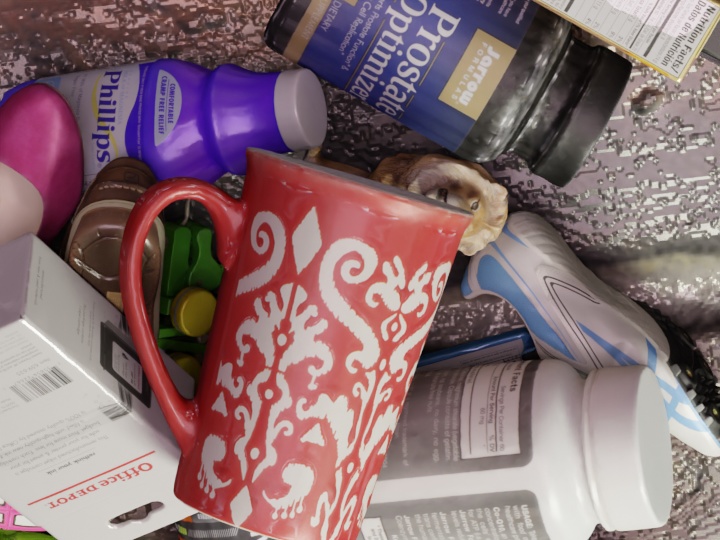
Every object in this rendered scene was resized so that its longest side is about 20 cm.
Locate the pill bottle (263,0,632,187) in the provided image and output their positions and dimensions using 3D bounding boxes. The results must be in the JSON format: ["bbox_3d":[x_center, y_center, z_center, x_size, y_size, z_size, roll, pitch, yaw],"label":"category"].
[{"bbox_3d":[0.053,-0.134,1.498,0.199,0.112,0.112,29,102,-3],"label":"pill bottle"}]

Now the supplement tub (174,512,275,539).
[{"bbox_3d":[-0.053,0.184,1.577,0.106,0.107,0.201,-12,101,6],"label":"supplement tub"}]

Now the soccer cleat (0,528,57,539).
[{"bbox_3d":[-0.233,0.194,1.612,0.199,0.068,0.081,11,109,-1],"label":"soccer cleat"}]

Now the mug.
[{"bbox_3d":[-0.047,0.039,1.438,0.177,0.133,0.201,17,94,14],"label":"mug"}]

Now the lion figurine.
[{"bbox_3d":[0.000,0.000,1.554,0.122,0.073,0.200,25,124,-7],"label":"lion figurine"}]

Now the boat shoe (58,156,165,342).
[{"bbox_3d":[-0.150,0.012,1.517,0.074,0.075,0.203,13,139,-13],"label":"boat shoe"}]

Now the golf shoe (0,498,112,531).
[{"bbox_3d":[-0.240,0.122,1.570,0.200,0.073,0.092,21,143,-37],"label":"golf shoe"}]

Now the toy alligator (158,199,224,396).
[{"bbox_3d":[-0.106,0.013,1.574,0.054,0.059,0.201,7,98,-44],"label":"toy alligator"}]

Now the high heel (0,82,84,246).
[{"bbox_3d":[-0.221,-0.020,1.476,0.067,0.096,0.200,38,134,4],"label":"high heel"}]

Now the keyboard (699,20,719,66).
[{"bbox_3d":[0.189,-0.207,1.522,0.199,0.021,0.127,28,108,-4],"label":"keyboard"}]

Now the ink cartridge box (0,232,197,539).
[{"bbox_3d":[-0.177,0.077,1.481,0.115,0.067,0.200,-23,134,23],"label":"ink cartridge box"}]

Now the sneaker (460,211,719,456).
[{"bbox_3d":[0.147,0.047,1.557,0.200,0.072,0.073,41,112,-5],"label":"sneaker"}]

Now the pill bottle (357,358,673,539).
[{"bbox_3d":[0.078,0.112,1.514,0.199,0.114,0.114,-6,102,17],"label":"pill bottle"}]

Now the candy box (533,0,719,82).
[{"bbox_3d":[0.111,-0.189,1.465,0.199,0.115,0.055,28,109,-3],"label":"candy box"}]

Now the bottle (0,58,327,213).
[{"bbox_3d":[-0.119,-0.083,1.513,0.199,0.065,0.084,-6,68,22],"label":"bottle"}]

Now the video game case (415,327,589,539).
[{"bbox_3d":[0.064,0.149,1.608,0.143,0.018,0.201,-16,101,6],"label":"video game case"}]
